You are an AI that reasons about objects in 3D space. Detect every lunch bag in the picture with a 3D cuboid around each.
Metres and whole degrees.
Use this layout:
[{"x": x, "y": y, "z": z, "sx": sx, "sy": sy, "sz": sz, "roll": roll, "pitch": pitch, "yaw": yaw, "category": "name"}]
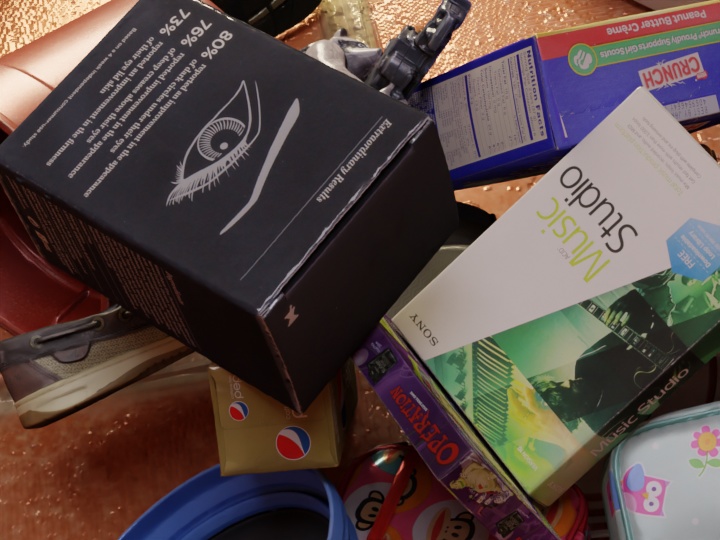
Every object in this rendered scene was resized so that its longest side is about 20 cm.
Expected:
[{"x": 0.240, "y": 0.141, "z": 1.196, "sx": 0.200, "sy": 0.077, "sz": 0.160, "roll": -10, "pitch": 71, "yaw": -2, "category": "lunch bag"}, {"x": 0.029, "y": 0.194, "z": 1.212, "sx": 0.176, "sy": 0.082, "sz": 0.200, "roll": 9, "pitch": 50, "yaw": 20, "category": "lunch bag"}]

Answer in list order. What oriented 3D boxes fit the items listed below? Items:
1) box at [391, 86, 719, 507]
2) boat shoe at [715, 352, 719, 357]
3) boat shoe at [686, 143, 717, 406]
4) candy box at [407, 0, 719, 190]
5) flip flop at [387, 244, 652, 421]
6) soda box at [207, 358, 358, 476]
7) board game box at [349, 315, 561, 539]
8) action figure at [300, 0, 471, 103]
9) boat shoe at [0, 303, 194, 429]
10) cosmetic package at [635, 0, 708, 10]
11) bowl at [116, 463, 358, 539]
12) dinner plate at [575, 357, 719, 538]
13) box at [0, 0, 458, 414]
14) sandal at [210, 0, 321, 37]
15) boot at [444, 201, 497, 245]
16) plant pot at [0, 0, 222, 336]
[{"x": 0.131, "y": 0.013, "z": 1.200, "sx": 0.200, "sy": 0.036, "sz": 0.144, "roll": -44, "pitch": 57, "yaw": 8, "category": "box"}, {"x": 0.243, "y": 0.017, "z": 1.194, "sx": 0.200, "sy": 0.070, "sz": 0.071, "roll": 20, "pitch": 42, "yaw": 34, "category": "boat shoe"}, {"x": 0.231, "y": 0.006, "z": 1.349, "sx": 0.068, "sy": 0.072, "sz": 0.200, "roll": -4, "pitch": 61, "yaw": 6, "category": "boat shoe"}, {"x": 0.136, "y": -0.107, "z": 1.347, "sx": 0.169, "sy": 0.200, "sz": 0.077, "roll": -12, "pitch": 89, "yaw": -27, "category": "candy box"}, {"x": 0.087, "y": 0.038, "z": 1.268, "sx": 0.200, "sy": 0.058, "sz": 0.081, "roll": 31, "pitch": 92, "yaw": 37, "category": "flip flop"}, {"x": -0.043, "y": 0.067, "z": 1.258, "sx": 0.068, "sy": 0.064, "sz": 0.200, "roll": -6, "pitch": 6, "yaw": 4, "category": "soda box"}, {"x": 0.037, "y": 0.077, "z": 1.184, "sx": 0.032, "sy": 0.120, "sz": 0.200, "roll": -44, "pitch": 41, "yaw": 5, "category": "board game box"}, {"x": -0.027, "y": -0.111, "z": 1.339, "sx": 0.105, "sy": 0.200, "sz": 0.193, "roll": 38, "pitch": 30, "yaw": -1, "category": "action figure"}, {"x": -0.124, "y": 0.025, "z": 1.286, "sx": 0.200, "sy": 0.073, "sz": 0.065, "roll": -29, "pitch": 93, "yaw": -18, "category": "boat shoe"}, {"x": 0.263, "y": -0.289, "z": 1.557, "sx": 0.199, "sy": 0.123, "sz": 0.200, "roll": 32, "pitch": 62, "yaw": 30, "category": "cosmetic package"}, {"x": -0.085, "y": 0.190, "z": 1.193, "sx": 0.201, "sy": 0.039, "sz": 0.201, "roll": -30, "pitch": 29, "yaw": 19, "category": "bowl"}, {"x": 0.138, "y": 0.062, "z": 1.294, "sx": 0.200, "sy": 0.024, "sz": 0.200, "roll": -4, "pitch": 78, "yaw": 22, "category": "dinner plate"}, {"x": -0.071, "y": -0.042, "z": 1.158, "sx": 0.200, "sy": 0.104, "sz": 0.148, "roll": 31, "pitch": 68, "yaw": 28, "category": "box"}, {"x": -0.113, "y": -0.183, "z": 1.560, "sx": 0.201, "sy": 0.080, "sz": 0.057, "roll": -29, "pitch": 35, "yaw": -25, "category": "sandal"}, {"x": 0.000, "y": 0.000, "z": 1.397, "sx": 0.200, "sy": 0.075, "sz": 0.097, "roll": 1, "pitch": 31, "yaw": 10, "category": "boot"}, {"x": -0.170, "y": -0.081, "z": 1.407, "sx": 0.201, "sy": 0.201, "sz": 0.195, "roll": 29, "pitch": 51, "yaw": 28, "category": "plant pot"}]
